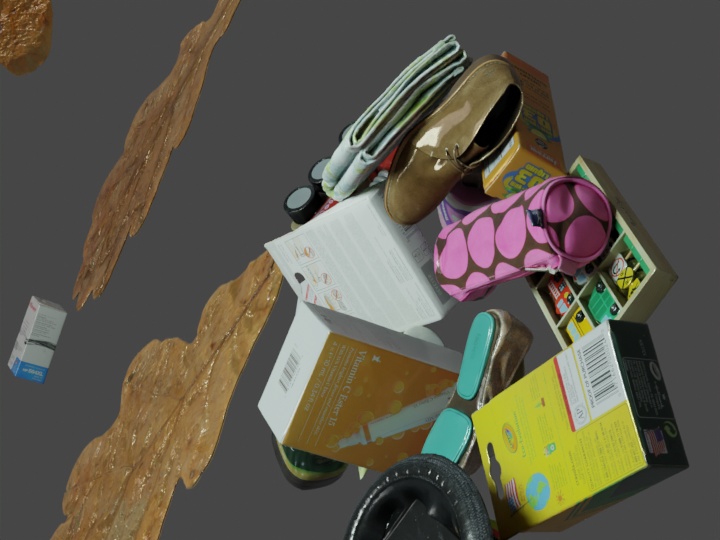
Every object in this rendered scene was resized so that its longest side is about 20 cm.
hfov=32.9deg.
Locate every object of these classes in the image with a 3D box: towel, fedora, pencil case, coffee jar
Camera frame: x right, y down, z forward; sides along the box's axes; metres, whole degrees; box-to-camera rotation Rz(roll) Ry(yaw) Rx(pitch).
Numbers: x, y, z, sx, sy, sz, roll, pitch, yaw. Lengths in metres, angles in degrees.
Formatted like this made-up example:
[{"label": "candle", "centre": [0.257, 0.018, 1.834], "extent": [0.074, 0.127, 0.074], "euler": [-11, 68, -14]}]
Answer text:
[{"label": "towel", "centre": [0.033, -0.161, 1.303], "extent": [0.171, 0.048, 0.200], "euler": [-46, 1, -12]}, {"label": "fedora", "centre": [0.067, 0.260, 1.054], "extent": [0.200, 0.091, 0.202], "euler": [-35, 40, 36]}, {"label": "pencil case", "centre": [0.145, -0.023, 1.155], "extent": [0.200, 0.090, 0.094], "euler": [154, 124, -62]}, {"label": "coffee jar", "centre": [-0.044, 0.165, 1.407], "extent": [0.201, 0.085, 0.105], "euler": [109, 145, -47]}]

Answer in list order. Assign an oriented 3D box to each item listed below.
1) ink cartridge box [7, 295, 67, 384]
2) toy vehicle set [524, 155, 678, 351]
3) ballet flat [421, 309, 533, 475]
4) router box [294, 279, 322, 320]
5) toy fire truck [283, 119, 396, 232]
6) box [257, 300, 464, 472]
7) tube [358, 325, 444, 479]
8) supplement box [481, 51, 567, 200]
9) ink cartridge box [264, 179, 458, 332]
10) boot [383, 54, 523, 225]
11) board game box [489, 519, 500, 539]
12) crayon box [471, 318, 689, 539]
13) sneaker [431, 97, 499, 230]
[{"label": "ink cartridge box", "centre": [-0.855, 0.182, 3.230], "extent": [0.146, 0.084, 0.201], "euler": [21, 90, 66]}, {"label": "toy vehicle set", "centre": [0.212, -0.005, 1.132], "extent": [0.125, 0.026, 0.200], "euler": [-59, 26, 25]}, {"label": "ballet flat", "centre": [0.118, 0.138, 1.180], "extent": [0.068, 0.067, 0.201], "euler": [35, 106, 59]}, {"label": "router box", "centre": [-0.031, 0.084, 1.563], "extent": [0.179, 0.049, 0.201], "euler": [-33, 44, 55]}, {"label": "toy fire truck", "centre": [0.022, -0.095, 1.468], "extent": [0.199, 0.129, 0.176], "euler": [19, 63, 47]}, {"label": "box", "centre": [0.016, 0.128, 1.241], "extent": [0.125, 0.199, 0.097], "euler": [-67, 24, 9]}, {"label": "tube", "centre": [0.032, 0.148, 1.385], "extent": [0.058, 0.052, 0.201], "euler": [-39, -18, -50]}, {"label": "supplement box", "centre": [0.163, -0.143, 1.262], "extent": [0.069, 0.066, 0.201], "euler": [-51, 23, 34]}, {"label": "ink cartridge box", "centre": [0.000, 0.000, 1.400], "extent": [0.199, 0.161, 0.050], "euler": [-20, 16, 50]}, {"label": "boot", "centre": [0.091, -0.120, 1.219], "extent": [0.200, 0.073, 0.076], "euler": [-54, 26, 20]}, {"label": "board game box", "centre": [0.069, 0.325, 1.168], "extent": [0.200, 0.047, 0.102], "euler": [-47, 32, 41]}, {"label": "crayon box", "centre": [0.179, 0.141, 1.035], "extent": [0.200, 0.051, 0.128], "euler": [-42, 50, 47]}, {"label": "sneaker", "centre": [0.114, -0.114, 1.379], "extent": [0.089, 0.080, 0.201], "euler": [98, 176, -46]}]
